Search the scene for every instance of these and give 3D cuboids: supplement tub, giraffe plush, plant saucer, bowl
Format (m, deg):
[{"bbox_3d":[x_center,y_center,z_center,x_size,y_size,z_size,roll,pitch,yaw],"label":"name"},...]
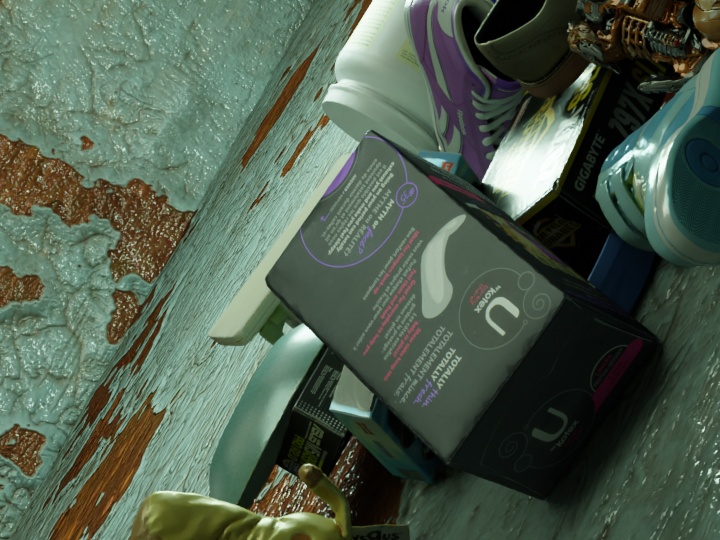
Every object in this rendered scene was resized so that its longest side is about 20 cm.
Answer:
[{"bbox_3d":[0.065,-0.213,2.066,0.200,0.145,0.145,-59,11,-10],"label":"supplement tub"},{"bbox_3d":[-0.062,0.242,1.378,0.200,0.173,0.162,-18,34,12],"label":"giraffe plush"},{"bbox_3d":[-0.070,0.109,1.599,0.201,0.039,0.201,-61,-5,-8],"label":"plant saucer"},{"bbox_3d":[0.126,0.025,1.384,0.201,0.039,0.201,-54,11,16],"label":"bowl"}]

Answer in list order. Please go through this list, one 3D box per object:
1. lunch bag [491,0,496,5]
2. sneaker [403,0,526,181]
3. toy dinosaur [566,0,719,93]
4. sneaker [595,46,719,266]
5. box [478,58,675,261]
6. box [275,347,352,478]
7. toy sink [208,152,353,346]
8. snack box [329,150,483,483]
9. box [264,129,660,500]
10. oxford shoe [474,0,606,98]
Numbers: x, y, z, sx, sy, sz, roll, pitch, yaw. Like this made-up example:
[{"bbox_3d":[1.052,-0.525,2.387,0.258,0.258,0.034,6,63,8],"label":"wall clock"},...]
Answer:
[{"bbox_3d":[0.212,-0.230,1.519,0.200,0.094,0.151,9,62,46],"label":"lunch bag"},{"bbox_3d":[0.099,-0.118,1.578,0.073,0.201,0.114,-33,23,-11],"label":"sneaker"},{"bbox_3d":[0.225,-0.172,1.304,0.102,0.200,0.136,54,-138,-67],"label":"toy dinosaur"},{"bbox_3d":[0.182,-0.038,1.224,0.131,0.080,0.200,-46,6,39],"label":"sneaker"},{"bbox_3d":[0.134,-0.076,1.409,0.160,0.049,0.200,-39,19,52],"label":"box"},{"bbox_3d":[0.007,0.054,1.599,0.200,0.044,0.160,-60,-3,-21],"label":"box"},{"bbox_3d":[-0.015,0.010,1.764,0.200,0.112,0.130,-53,10,-11],"label":"toy sink"},{"bbox_3d":[0.046,0.032,1.462,0.037,0.116,0.200,8,67,28],"label":"snack box"},{"bbox_3d":[0.057,0.025,1.264,0.122,0.106,0.200,-55,48,9],"label":"box"},{"bbox_3d":[0.147,-0.211,1.375,0.071,0.074,0.200,33,96,51],"label":"oxford shoe"}]
